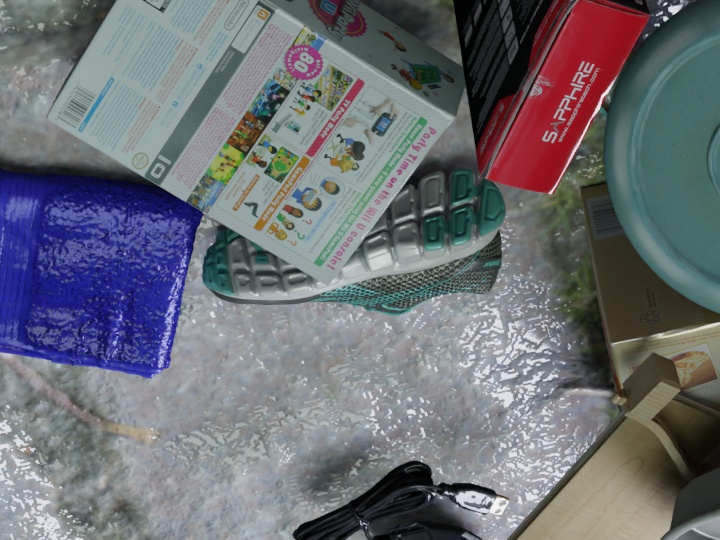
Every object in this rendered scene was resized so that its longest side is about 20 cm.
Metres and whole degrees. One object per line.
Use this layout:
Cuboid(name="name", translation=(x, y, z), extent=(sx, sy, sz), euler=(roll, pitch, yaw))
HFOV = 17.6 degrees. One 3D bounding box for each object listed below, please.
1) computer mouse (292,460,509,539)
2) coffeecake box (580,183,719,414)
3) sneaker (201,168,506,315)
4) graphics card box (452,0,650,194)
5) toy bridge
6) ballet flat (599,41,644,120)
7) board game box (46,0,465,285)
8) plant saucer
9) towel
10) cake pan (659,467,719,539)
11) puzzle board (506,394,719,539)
Cuboid(name="computer mouse", translation=(0.062, 0.186, 1.650), extent=(0.200, 0.046, 0.140), euler=(29, 132, -35))
Cuboid(name="coffeecake box", translation=(0.199, 0.063, 1.506), extent=(0.073, 0.154, 0.200), euler=(-11, 129, 5))
Cuboid(name="sneaker", translation=(0.000, 0.000, 1.492), extent=(0.200, 0.078, 0.091), euler=(-8, 142, 10))
Cuboid(name="graphics card box", translation=(0.100, -0.151, 1.291), extent=(0.051, 0.200, 0.126), euler=(14, 126, -16))
Cuboid(name="toy bridge", translation=(0.231, 0.109, 1.408), extent=(0.200, 0.027, 0.067), euler=(23, 125, -25))
Cuboid(name="ballet flat", translation=(0.207, -0.080, 1.412), extent=(0.071, 0.069, 0.200), euler=(-35, 97, 33))
Cuboid(name="board game box", translation=(-0.060, -0.104, 1.374), extent=(0.200, 0.064, 0.148), euler=(32, 122, -9))
Cuboid(name="plant saucer", translation=(0.234, -0.064, 1.347), extent=(0.200, 0.027, 0.200), euler=(4, 102, 21))
Cuboid(name="towel", translation=(-0.208, 0.003, 1.487), extent=(0.200, 0.050, 0.148), euler=(6, 129, -10))
Cuboid(name="cake pan", translation=(0.277, 0.156, 1.402), extent=(0.200, 0.037, 0.200), euler=(2, 154, 1))
Cuboid(name="puzzle board", translation=(0.184, 0.161, 1.476), extent=(0.151, 0.017, 0.200), euler=(23, 125, -23))
